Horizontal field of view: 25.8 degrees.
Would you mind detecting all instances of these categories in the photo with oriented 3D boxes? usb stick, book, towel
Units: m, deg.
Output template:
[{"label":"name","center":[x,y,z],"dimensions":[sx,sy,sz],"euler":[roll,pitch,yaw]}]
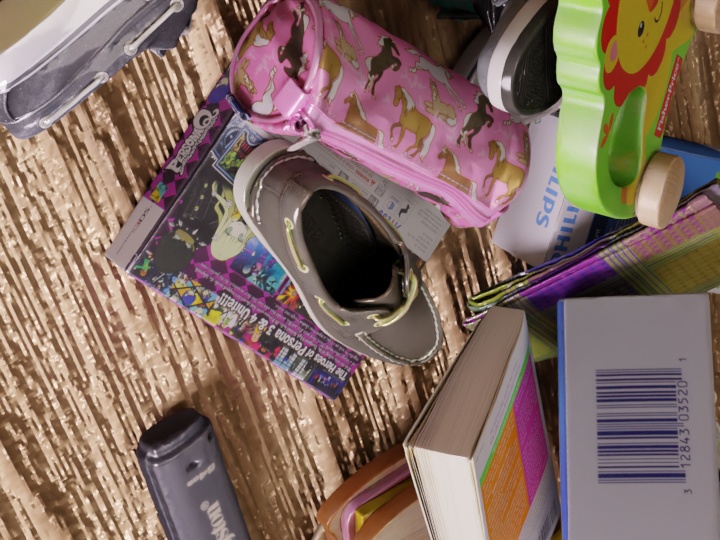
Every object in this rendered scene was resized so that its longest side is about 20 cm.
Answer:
[{"label":"usb stick","center":[-0.099,0.179,1.037],"dimensions":[0.055,0.033,0.202],"euler":[-30,126,-22]},{"label":"book","center":[0.093,0.143,1.062],"dimensions":[0.134,0.048,0.202],"euler":[-57,145,-40]},{"label":"towel","center":[0.180,0.006,1.086],"dimensions":[0.199,0.023,0.143],"euler":[-27,153,19]}]

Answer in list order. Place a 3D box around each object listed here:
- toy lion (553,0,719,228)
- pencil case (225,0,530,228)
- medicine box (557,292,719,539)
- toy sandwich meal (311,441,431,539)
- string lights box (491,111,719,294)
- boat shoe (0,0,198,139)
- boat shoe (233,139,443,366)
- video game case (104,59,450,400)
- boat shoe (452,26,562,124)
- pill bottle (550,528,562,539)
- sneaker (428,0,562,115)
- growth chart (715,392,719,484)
[{"label":"toy lion","center":[0.155,-0.134,0.917],"dimensions":[0.191,0.068,0.202],"euler":[8,98,-64]},{"label":"pencil case","center":[0.017,-0.090,0.913],"dimensions":[0.199,0.082,0.087],"euler":[22,90,-44]},{"label":"medicine box","center":[0.188,0.134,1.079],"dimensions":[0.200,0.102,0.184],"euler":[71,19,-69]},{"label":"toy sandwich meal","center":[0.042,0.211,1.136],"dimensions":[0.203,0.070,0.208],"euler":[-17,121,-31]},{"label":"string lights box","center":[0.197,-0.047,1.136],"dimensions":[0.198,0.059,0.104],"euler":[7,107,-39]},{"label":"boat shoe","center":[-0.119,-0.146,0.835],"dimensions":[0.200,0.072,0.068],"euler":[-42,129,-11]},{"label":"boat shoe","center":[-0.002,0.002,0.955],"dimensions":[0.072,0.060,0.202],"euler":[-48,132,-8]},{"label":"video game case","center":[-0.035,-0.036,0.977],"dimensions":[0.199,0.036,0.182],"euler":[34,88,-42]},{"label":"boat shoe","center":[0.141,-0.145,1.036],"dimensions":[0.199,0.070,0.071],"euler":[-38,130,-18]},{"label":"pill bottle","center":[0.225,0.224,1.256],"dimensions":[0.199,0.112,0.113],"euler":[-38,130,-17]},{"label":"sneaker","center":[0.079,-0.166,0.940],"dimensions":[0.200,0.119,0.084],"euler":[-51,150,-49]},{"label":"growth chart","center":[0.253,0.186,1.117],"dimensions":[0.017,0.202,0.145],"euler":[-2,142,6]}]
